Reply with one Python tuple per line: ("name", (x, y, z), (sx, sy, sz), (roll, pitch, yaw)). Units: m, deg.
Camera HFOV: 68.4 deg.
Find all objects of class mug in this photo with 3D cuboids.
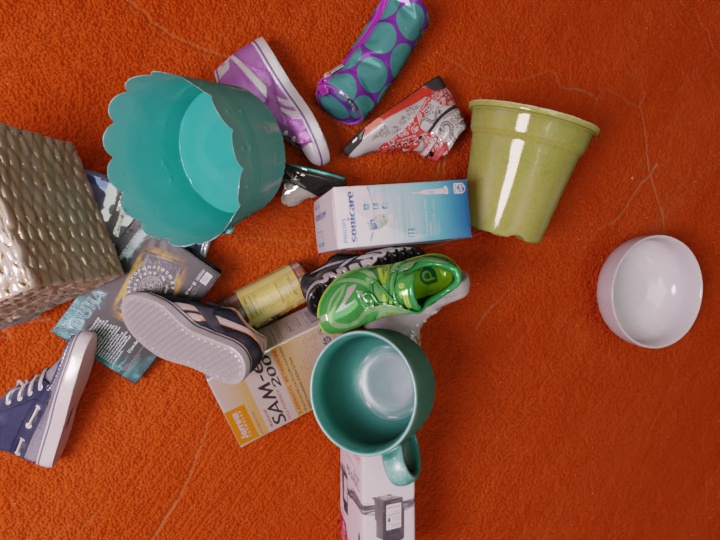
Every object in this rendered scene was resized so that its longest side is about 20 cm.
("mug", (0.022, 0.171, 0.708), (0.150, 0.114, 0.188), (7, 90, 25))

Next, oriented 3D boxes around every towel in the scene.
("towel", (-0.314, -0.043, 0.745), (0.198, 0.024, 0.149), (19, 87, -16))

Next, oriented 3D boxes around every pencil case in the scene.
("pencil case", (0.018, -0.320, 0.793), (0.092, 0.085, 0.201), (40, 80, -43))

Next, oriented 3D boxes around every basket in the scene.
("basket", (-0.410, -0.042, 0.599), (0.159, 0.198, 0.202), (-19, 91, 5))

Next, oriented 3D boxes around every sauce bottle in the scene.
("sauce bottle", (-0.165, 0.056, 0.773), (0.198, 0.066, 0.067), (-28, 100, -11))

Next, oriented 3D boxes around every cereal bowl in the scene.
("cereal bowl", (0.506, 0.036, 0.954), (0.197, 0.083, 0.203), (-1, 93, -16))

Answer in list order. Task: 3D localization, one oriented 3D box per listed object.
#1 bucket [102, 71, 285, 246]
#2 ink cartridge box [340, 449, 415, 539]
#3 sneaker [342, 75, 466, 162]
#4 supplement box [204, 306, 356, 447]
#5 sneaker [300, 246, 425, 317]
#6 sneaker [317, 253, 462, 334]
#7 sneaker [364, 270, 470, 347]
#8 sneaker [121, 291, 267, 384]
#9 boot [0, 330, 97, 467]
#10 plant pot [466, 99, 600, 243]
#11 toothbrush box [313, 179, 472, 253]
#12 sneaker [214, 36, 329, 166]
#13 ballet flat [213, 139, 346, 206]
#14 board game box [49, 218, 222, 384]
("bucket", (-0.203, -0.143, 0.674), (0.205, 0.135, 0.210), (6, 109, 19))
("ink cartridge box", (0.022, 0.333, 0.798), (0.082, 0.145, 0.203), (-2, 94, -15))
("sneaker", (0.076, -0.205, 0.826), (0.201, 0.067, 0.108), (-38, 100, -14))
("supplement box", (-0.112, 0.147, 0.772), (0.198, 0.073, 0.127), (-26, 115, -13))
("sneaker", (0.000, 0.000, 0.759), (0.198, 0.090, 0.067), (-20, 118, -22))
("sneaker", (0.037, 0.024, 0.671), (0.198, 0.084, 0.075), (-21, 96, -10))
("sneaker", (0.088, 0.070, 0.800), (0.074, 0.198, 0.117), (-40, 111, -51))
("sneaker", (-0.216, 0.080, 0.699), (0.198, 0.079, 0.079), (25, 115, 13))
("boot", (-0.416, 0.160, 0.688), (0.089, 0.073, 0.202), (21, 100, -12))
("plant pot", (0.243, -0.147, 0.828), (0.198, 0.200, 0.187), (10, 102, -16))
("toothbrush box", (0.041, -0.077, 0.780), (0.197, 0.146, 0.087), (-5, 91, -17))
("sneaker", (-0.134, -0.219, 0.768), (0.114, 0.073, 0.202), (-35, 91, -8))
("ballet flat", (-0.121, -0.136, 0.779), (0.198, 0.068, 0.069), (19, 98, -6))
("board game box", (-0.304, 0.040, 0.725), (0.135, 0.028, 0.201), (38, 95, -16))
